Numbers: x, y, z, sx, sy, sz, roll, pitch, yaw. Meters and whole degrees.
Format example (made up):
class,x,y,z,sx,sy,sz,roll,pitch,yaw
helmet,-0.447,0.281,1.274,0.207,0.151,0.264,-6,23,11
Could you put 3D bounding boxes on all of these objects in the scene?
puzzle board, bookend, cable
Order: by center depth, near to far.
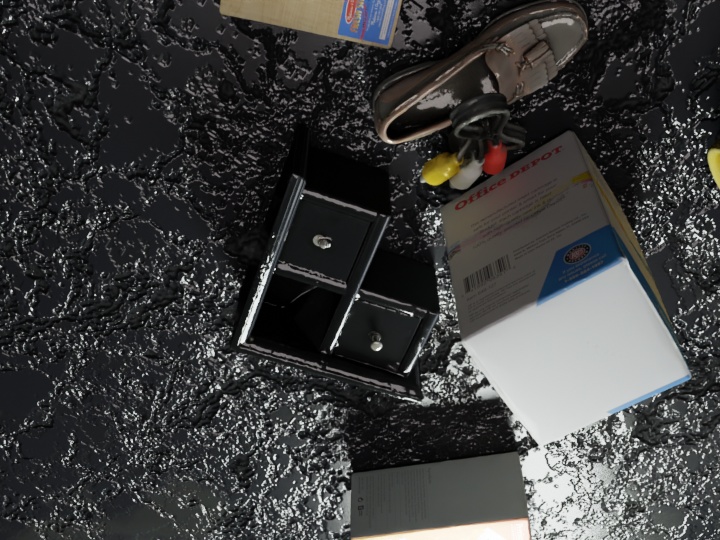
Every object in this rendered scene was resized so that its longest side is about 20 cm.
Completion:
class,x,y,z,sx,sy,sz,roll,pitch,yaw
puzzle board,-0.026,-0.285,0.760,0.148,0.018,0.203,10,125,-7
cable,0.106,-0.103,0.800,0.095,0.200,0.051,-10,88,-5
bookend,0.000,0.000,0.908,0.196,0.093,0.201,17,123,-12

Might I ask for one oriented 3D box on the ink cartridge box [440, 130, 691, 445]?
class,x,y,z,sx,sy,sz,roll,pitch,yaw
ink cartridge box,0.172,0.011,0.846,0.146,0.202,0.145,-29,122,19

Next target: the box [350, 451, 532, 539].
class,x,y,z,sx,sy,sz,roll,pitch,yaw
box,0.095,0.297,1.106,0.196,0.098,0.126,-9,124,7

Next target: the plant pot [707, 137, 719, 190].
class,x,y,z,sx,sy,sz,roll,pitch,yaw
plant pot,0.422,-0.084,0.793,0.188,0.201,0.201,-40,116,7

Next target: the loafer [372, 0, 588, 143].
class,x,y,z,sx,sy,sz,roll,pitch,yaw
loafer,0.101,-0.159,0.814,0.197,0.063,0.072,-23,121,16
